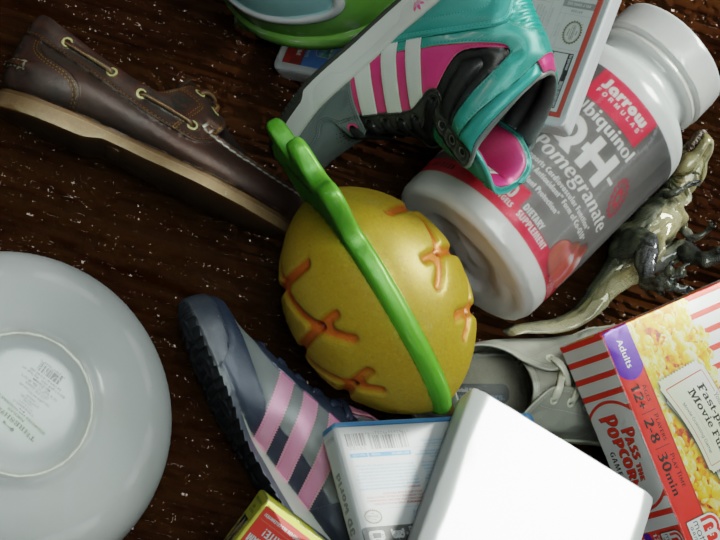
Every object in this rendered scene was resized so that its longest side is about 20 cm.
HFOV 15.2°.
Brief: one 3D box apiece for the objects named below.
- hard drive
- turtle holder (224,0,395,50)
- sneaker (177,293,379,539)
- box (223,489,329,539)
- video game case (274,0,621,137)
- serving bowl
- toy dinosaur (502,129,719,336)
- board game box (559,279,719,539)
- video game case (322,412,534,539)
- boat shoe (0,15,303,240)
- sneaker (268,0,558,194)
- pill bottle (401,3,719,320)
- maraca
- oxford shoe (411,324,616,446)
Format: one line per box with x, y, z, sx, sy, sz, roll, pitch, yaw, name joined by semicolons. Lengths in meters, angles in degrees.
0.086;0.179;1.538;0.132;0.027;0.200;32;52;-12;hard drive
-0.017;-0.201;1.612;0.141;0.132;0.185;-44;56;-8;turtle holder
-0.035;0.091;1.610;0.082;0.070;0.200;-31;97;-14;sneaker
-0.087;0.228;1.547;0.075;0.050;0.200;39;87;-6;box
0.060;-0.165;1.658;0.199;0.017;0.143;14;71;25;video game case
-0.201;0.082;1.565;0.199;0.066;0.201;4;77;-16;serving bowl
0.183;-0.010;1.680;0.200;0.088;0.048;-45;127;-30;toy dinosaur
0.235;0.082;1.675;0.200;0.046;0.152;-22;89;-34;board game box
0.065;0.179;1.554;0.143;0.018;0.201;-1;63;-33;video game case
-0.119;-0.086;1.621;0.200;0.070;0.071;27;76;-9;boat shoe
0.042;-0.087;1.586;0.084;0.200;0.121;-15;69;-55;sneaker
0.128;-0.073;1.670;0.200;0.111;0.111;-44;93;-20;pill bottle
0.000;0.000;1.576;0.107;0.137;0.200;-33;114;-9;maraca
0.127;0.070;1.669;0.199;0.058;0.075;-3;78;-18;oxford shoe
